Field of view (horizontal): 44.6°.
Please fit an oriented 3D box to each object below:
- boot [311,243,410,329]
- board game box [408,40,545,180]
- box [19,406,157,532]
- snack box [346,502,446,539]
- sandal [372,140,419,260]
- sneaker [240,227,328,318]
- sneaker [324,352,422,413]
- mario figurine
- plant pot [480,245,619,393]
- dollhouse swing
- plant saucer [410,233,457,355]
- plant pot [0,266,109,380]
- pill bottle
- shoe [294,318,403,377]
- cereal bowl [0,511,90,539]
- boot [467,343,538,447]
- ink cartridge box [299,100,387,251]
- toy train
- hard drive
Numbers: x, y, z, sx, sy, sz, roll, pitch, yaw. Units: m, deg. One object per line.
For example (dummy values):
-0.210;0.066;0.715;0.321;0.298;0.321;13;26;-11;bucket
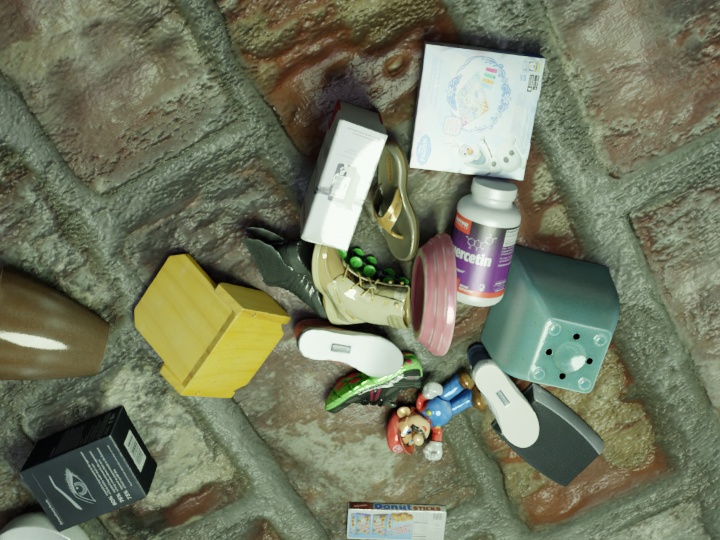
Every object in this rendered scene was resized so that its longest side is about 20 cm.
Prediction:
0.005;0.024;1.476;0.152;0.074;0.202;6;137;21;boot
0.187;-0.260;1.438;0.194;0.044;0.204;6;112;-4;board game box
-0.505;0.371;1.642;0.196;0.105;0.150;-21;111;7;box
0.071;0.502;1.750;0.195;0.024;0.074;3;113;-3;snack box
0.049;-0.113;1.470;0.053;0.080;0.205;-22;112;-36;sandal
-0.124;0.007;1.530;0.102;0.061;0.202;-7;130;24;sneaker
0.025;0.224;1.611;0.196;0.077;0.085;-22;107;9;sneaker
0.137;0.277;1.615;0.198;0.106;0.125;-35;78;5;mario figurine
0.336;0.101;1.503;0.192;0.201;0.200;12;111;-7;plant pot
-0.272;0.092;1.574;0.180;0.176;0.201;14;118;-52;dollhouse swing
0.119;0.039;1.470;0.050;0.201;0.205;2;112;-6;plant saucer
-0.541;0.110;1.513;0.196;0.188;0.190;16;112;-23;plant pot
0.206;-0.050;1.485;0.110;0.113;0.204;8;111;-4;pill bottle
-0.023;0.132;1.567;0.196;0.091;0.073;13;99;-15;shoe
-0.612;0.548;1.717;0.195;0.084;0.204;1;116;2;cereal bowl
0.262;0.226;1.611;0.072;0.091;0.202;-28;112;7;boot
-0.031;-0.154;1.421;0.082;0.146;0.204;16;111;-10;ink cartridge box
0.000;0.000;1.542;0.198;0.042;0.057;31;119;-12;toy train
0.360;0.321;1.675;0.199;0.042;0.135;39;106;-15;hard drive
